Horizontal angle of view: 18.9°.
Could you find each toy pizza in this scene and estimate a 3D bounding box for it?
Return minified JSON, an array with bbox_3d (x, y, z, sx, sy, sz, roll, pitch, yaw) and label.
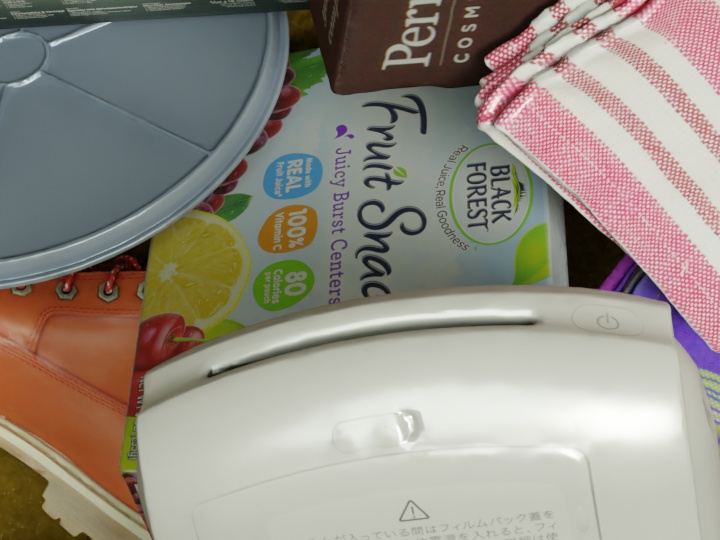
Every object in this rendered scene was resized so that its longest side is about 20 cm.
[{"bbox_3d":[-0.122,-0.067,0.787,0.199,0.032,0.201,-5,51,7],"label":"toy pizza"}]

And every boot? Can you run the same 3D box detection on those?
[{"bbox_3d":[-0.117,0.019,0.810,0.200,0.075,0.107,39,97,-15],"label":"boot"}]

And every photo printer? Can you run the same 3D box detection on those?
[{"bbox_3d":[0.027,0.091,0.639,0.166,0.070,0.200,-8,127,8],"label":"photo printer"}]

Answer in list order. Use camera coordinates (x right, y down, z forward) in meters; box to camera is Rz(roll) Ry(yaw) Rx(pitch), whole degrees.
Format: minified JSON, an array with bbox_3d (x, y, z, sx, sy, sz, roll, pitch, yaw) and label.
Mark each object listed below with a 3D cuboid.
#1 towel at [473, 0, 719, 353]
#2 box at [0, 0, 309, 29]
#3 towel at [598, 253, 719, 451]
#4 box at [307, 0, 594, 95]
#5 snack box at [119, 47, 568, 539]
[{"bbox_3d":[0.150,-0.061,0.633,0.200,0.030,0.146,-33,128,23],"label":"towel"},{"bbox_3d":[-0.099,-0.169,0.786,0.199,0.046,0.160,-2,69,9],"label":"box"},{"bbox_3d":[0.146,0.036,0.747,0.143,0.023,0.200,24,124,-13],"label":"towel"},{"bbox_3d":[0.081,-0.171,0.654,0.199,0.166,0.165,-5,53,-12],"label":"box"},{"bbox_3d":[0.000,0.000,0.743,0.142,0.200,0.053,-8,134,9],"label":"snack box"}]
